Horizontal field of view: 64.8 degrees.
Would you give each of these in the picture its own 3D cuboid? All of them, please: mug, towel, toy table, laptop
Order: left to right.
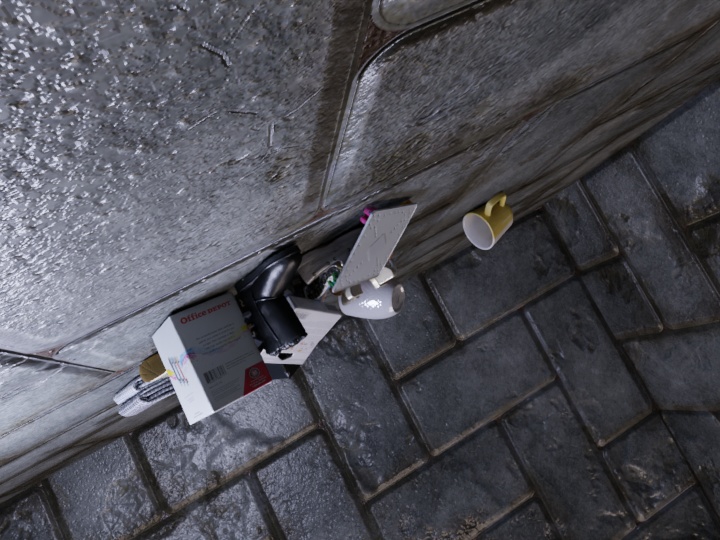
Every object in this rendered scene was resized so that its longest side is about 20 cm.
[{"bbox_3d":[-0.580,0.335,1.621,0.198,0.087,0.165,-22,171,-47],"label":"towel"},{"bbox_3d":[-0.230,0.182,1.450,0.201,0.114,0.189,-50,144,-29],"label":"laptop"},{"bbox_3d":[0.000,0.000,1.467,0.182,0.119,0.199,-22,171,-45],"label":"toy table"},{"bbox_3d":[0.047,0.049,1.742,0.172,0.205,0.147,7,168,31],"label":"mug"},{"bbox_3d":[0.484,-0.183,2.055,0.152,0.151,0.186,-34,-178,-24],"label":"mug"}]

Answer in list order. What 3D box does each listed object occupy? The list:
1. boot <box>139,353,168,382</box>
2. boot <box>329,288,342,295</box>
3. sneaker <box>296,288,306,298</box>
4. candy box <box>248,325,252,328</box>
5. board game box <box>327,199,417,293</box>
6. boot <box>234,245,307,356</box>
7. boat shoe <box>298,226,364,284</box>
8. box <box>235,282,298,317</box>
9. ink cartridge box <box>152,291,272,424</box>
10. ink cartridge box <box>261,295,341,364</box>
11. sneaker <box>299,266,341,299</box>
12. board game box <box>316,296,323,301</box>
[{"bbox_3d":[-0.429,0.212,1.416,0.197,0.073,0.155,-25,173,8],"label":"boot"},{"bbox_3d":[0.003,-0.001,1.663,0.154,0.075,0.199,-26,175,-47],"label":"boot"},{"bbox_3d":[-0.237,0.119,1.601,0.087,0.075,0.200,-5,146,-48],"label":"sneaker"},{"bbox_3d":[-0.250,0.185,1.523,0.167,0.078,0.201,-29,134,3],"label":"candy box"},{"bbox_3d":[0.027,-0.057,1.219,0.199,0.026,0.202,-19,142,-57],"label":"board game box"},{"bbox_3d":[-0.153,0.064,1.100,0.197,0.165,0.073,-33,173,34],"label":"boot"},{"bbox_3d":[-0.045,-0.032,1.241,0.197,0.070,0.071,-28,173,-12],"label":"boat shoe"},{"bbox_3d":[-0.233,0.073,1.329,0.158,0.044,0.200,-28,173,-4],"label":"box"},{"bbox_3d":[-0.301,0.175,1.143,0.144,0.203,0.144,-21,173,-40],"label":"ink cartridge box"},{"bbox_3d":[-0.159,0.150,1.393,0.177,0.045,0.199,-50,151,14],"label":"ink cartridge box"},{"bbox_3d":[-0.071,0.006,1.378,0.199,0.080,0.088,-35,168,38],"label":"sneaker"},{"bbox_3d":[-0.128,0.101,1.606,0.200,0.034,0.137,115,-7,-79],"label":"board game box"}]
